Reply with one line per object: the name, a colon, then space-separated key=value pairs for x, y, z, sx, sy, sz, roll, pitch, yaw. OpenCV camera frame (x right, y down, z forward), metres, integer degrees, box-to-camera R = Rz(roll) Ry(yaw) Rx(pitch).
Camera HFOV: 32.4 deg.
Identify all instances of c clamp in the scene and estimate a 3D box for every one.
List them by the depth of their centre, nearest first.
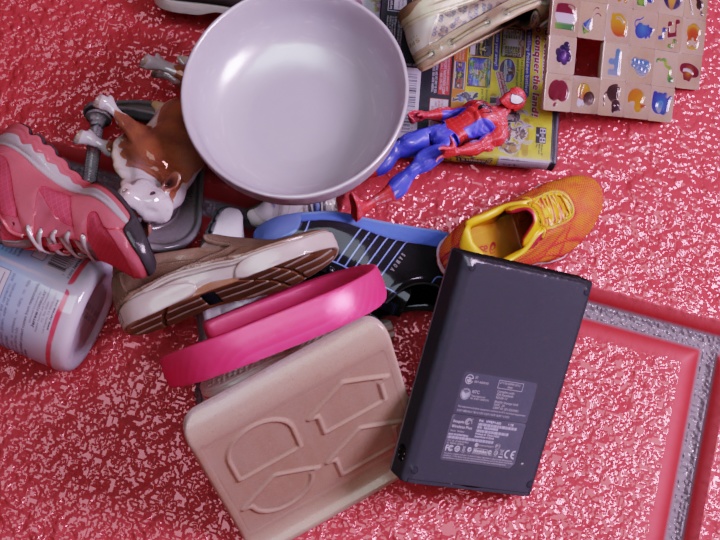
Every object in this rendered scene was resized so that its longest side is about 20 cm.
c clamp: x=-0.221 y=-0.088 z=1.126 sx=0.168 sy=0.027 sz=0.202 roll=14 pitch=51 yaw=-11

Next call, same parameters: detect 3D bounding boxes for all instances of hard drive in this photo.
hard drive: x=0.115 y=0.091 z=1.077 sx=0.138 sy=0.033 sz=0.203 roll=11 pitch=100 yaw=-26

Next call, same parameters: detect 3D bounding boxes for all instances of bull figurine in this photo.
bull figurine: x=-0.178 y=-0.120 z=1.114 sx=0.121 sy=0.065 sz=0.200 roll=37 pitch=48 yaw=4

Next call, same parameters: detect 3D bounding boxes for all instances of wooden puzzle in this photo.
wooden puzzle: x=-0.046 y=0.138 z=1.064 sx=0.183 sy=0.201 sz=0.046 roll=-28 pitch=46 yaw=-8

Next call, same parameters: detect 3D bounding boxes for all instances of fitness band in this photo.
fitness band: x=-0.072 y=0.046 z=1.029 sx=0.197 sy=0.144 sz=0.038 roll=-23 pitch=97 yaw=-10

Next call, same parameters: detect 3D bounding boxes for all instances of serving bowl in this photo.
serving bowl: x=-0.056 y=-0.144 z=1.086 sx=0.196 sy=0.066 sz=0.204 roll=0 pitch=69 yaw=1

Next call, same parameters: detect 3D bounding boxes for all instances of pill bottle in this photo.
pill bottle: x=-0.327 y=0.004 z=1.105 sx=0.197 sy=0.109 sz=0.110 roll=23 pitch=78 yaw=4

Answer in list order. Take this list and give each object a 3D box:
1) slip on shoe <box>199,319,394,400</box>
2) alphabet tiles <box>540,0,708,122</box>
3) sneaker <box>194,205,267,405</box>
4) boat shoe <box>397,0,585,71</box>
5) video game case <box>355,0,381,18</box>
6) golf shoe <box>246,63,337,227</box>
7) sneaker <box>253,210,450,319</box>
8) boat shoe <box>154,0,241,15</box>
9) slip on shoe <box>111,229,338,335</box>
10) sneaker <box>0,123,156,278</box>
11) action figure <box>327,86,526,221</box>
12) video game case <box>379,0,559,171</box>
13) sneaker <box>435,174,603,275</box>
slip on shoe: x=-0.049 y=0.090 z=1.086 sx=0.198 sy=0.074 sz=0.062 roll=-12 pitch=97 yaw=-37
alphabet tiles: x=0.253 y=-0.229 z=1.164 sx=0.197 sy=0.008 sz=0.170 roll=1 pitch=97 yaw=-33
sneaker: x=-0.111 y=0.042 z=1.134 sx=0.086 sy=0.074 sz=0.204 roll=-1 pitch=84 yaw=-15
boat shoe: x=0.135 y=-0.239 z=1.154 sx=0.197 sy=0.073 sz=0.064 roll=-17 pitch=86 yaw=-3
video game case: x=0.052 y=-0.217 z=1.214 sx=0.143 sy=0.018 sz=0.200 roll=-41 pitch=82 yaw=-9
golf shoe: x=-0.073 y=-0.134 z=1.165 sx=0.095 sy=0.078 sz=0.204 roll=-4 pitch=76 yaw=3
sneaker: x=0.000 y=0.000 z=1.122 sx=0.196 sy=0.070 sz=0.079 roll=5 pitch=59 yaw=-10
boat shoe: x=-0.104 y=-0.281 z=1.182 sx=0.197 sy=0.061 sz=0.072 roll=3 pitch=42 yaw=4
slip on shoe: x=-0.118 y=-0.006 z=1.065 sx=0.197 sy=0.076 sz=0.061 roll=-21 pitch=72 yaw=0
sneaker: x=-0.252 y=-0.038 z=1.034 sx=0.199 sy=0.074 sz=0.087 roll=34 pitch=67 yaw=24
action figure: x=0.068 y=-0.116 z=1.122 sx=0.198 sy=0.052 sz=0.066 roll=-28 pitch=51 yaw=-16
video game case: x=0.104 y=-0.202 z=1.191 sx=0.177 sy=0.026 sz=0.204 roll=5 pitch=77 yaw=-1
sneaker: x=0.160 y=-0.039 z=1.130 sx=0.198 sy=0.077 sz=0.074 roll=-28 pitch=84 yaw=-33
